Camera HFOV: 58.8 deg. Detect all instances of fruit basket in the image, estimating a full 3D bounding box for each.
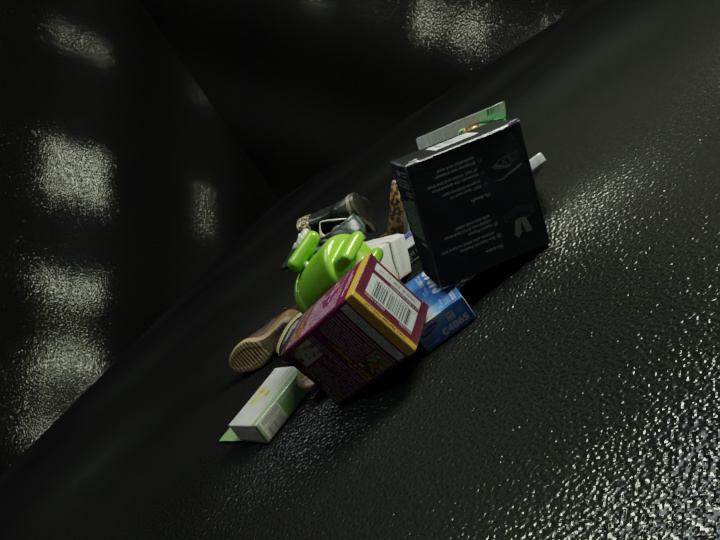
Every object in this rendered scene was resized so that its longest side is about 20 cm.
[{"bbox_3d":[0.225,-0.245,1.354,0.194,0.188,0.095,-19,42,6],"label":"fruit basket"}]

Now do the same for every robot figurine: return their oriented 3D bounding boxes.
[{"bbox_3d":[-0.041,0.019,1.085,0.200,0.174,0.117,-44,14,47],"label":"robot figurine"}]

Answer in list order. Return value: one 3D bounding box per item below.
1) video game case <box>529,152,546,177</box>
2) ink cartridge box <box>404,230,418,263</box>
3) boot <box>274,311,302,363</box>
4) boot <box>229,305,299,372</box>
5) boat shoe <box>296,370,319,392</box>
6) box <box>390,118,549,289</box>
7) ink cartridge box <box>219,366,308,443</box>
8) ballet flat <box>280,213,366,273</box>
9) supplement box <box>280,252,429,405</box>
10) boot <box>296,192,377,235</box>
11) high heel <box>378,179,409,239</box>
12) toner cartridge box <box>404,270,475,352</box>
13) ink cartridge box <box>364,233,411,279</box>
[{"bbox_3d":[0.255,-0.136,1.190,0.180,0.022,0.200,-37,-7,6],"label":"video game case"},{"bbox_3d":[0.119,-0.060,1.388,0.198,0.040,0.100,-38,15,7],"label":"ink cartridge box"},{"bbox_3d":[-0.072,0.115,1.263,0.199,0.078,0.138,-43,21,-15],"label":"boot"},{"bbox_3d":[-0.205,0.154,1.496,0.198,0.073,0.166,-35,3,14],"label":"boot"},{"bbox_3d":[-0.041,0.146,1.144,0.072,0.064,0.201,12,49,35],"label":"boat shoe"},{"bbox_3d":[0.172,-0.109,1.023,0.192,0.205,0.117,-21,14,-6],"label":"box"},{"bbox_3d":[-0.186,0.248,1.182,0.197,0.048,0.146,-15,28,50],"label":"ink cartridge box"},{"bbox_3d":[-0.083,-0.062,1.318,0.195,0.075,0.073,-23,17,8],"label":"ballet flat"},{"bbox_3d":[-0.009,0.094,0.977,0.199,0.130,0.104,-40,16,38],"label":"supplement box"},{"bbox_3d":[-0.047,-0.104,1.422,0.147,0.075,0.200,-22,-9,13],"label":"boot"},{"bbox_3d":[0.063,-0.121,1.488,0.197,0.144,0.072,-24,18,38],"label":"high heel"},{"bbox_3d":[0.119,0.054,1.054,0.094,0.044,0.200,-38,16,6],"label":"toner cartridge box"},{"bbox_3d":[0.000,0.000,1.255,0.143,0.085,0.199,-12,9,27],"label":"ink cartridge box"}]
